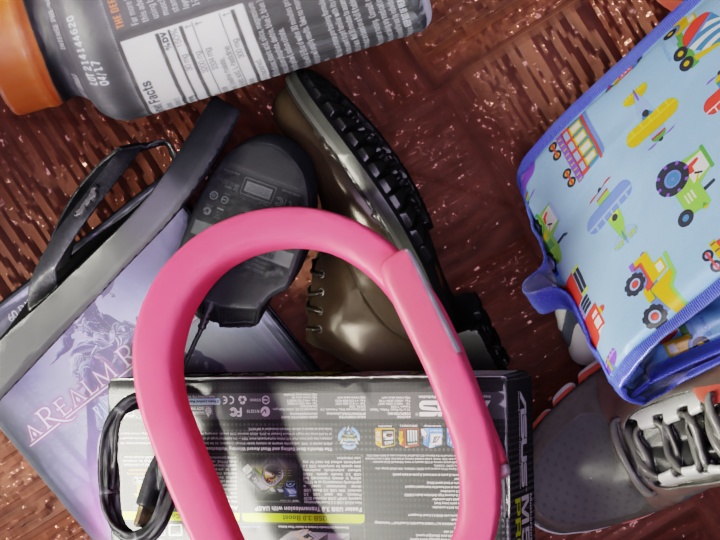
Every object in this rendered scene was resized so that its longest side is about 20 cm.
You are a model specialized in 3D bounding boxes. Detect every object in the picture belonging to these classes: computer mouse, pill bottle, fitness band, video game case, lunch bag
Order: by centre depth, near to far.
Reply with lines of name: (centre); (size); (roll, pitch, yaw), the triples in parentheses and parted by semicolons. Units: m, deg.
fitness band: (-0.019, 0.067, 0.938); (0.143, 0.037, 0.200); (-24, 80, 7)
lunch bag: (0.157, -0.040, 0.957); (0.200, 0.151, 0.094); (-34, 134, 12)
pill bottle: (-0.075, -0.133, 0.976); (0.200, 0.106, 0.106); (-17, 100, 2)
computer mouse: (-0.070, 0.032, 0.983); (0.059, 0.034, 0.200); (23, 86, 12)
video game case: (-0.091, 0.074, 1.060); (0.143, 0.019, 0.200); (-37, 100, 6)

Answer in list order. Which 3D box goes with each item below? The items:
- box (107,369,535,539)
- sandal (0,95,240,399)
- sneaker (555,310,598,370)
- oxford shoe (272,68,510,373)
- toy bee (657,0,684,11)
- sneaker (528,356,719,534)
box: (-0.019, 0.127, 0.995); (0.200, 0.044, 0.161); (-2, 91, 19)
sandal: (-0.133, -0.008, 0.997); (0.043, 0.076, 0.200); (43, 97, -6)
sneaker: (0.206, 0.031, 1.025); (0.199, 0.079, 0.130); (-24, 101, 4)
oxford shoe: (0.000, 0.000, 1.021); (0.084, 0.073, 0.200); (-25, 97, 12)
toy bee: (0.101, -0.196, 0.955); (0.200, 0.109, 0.131); (14, 62, -24)
sneaker: (0.153, 0.064, 0.956); (0.200, 0.082, 0.077); (-29, 92, 16)
